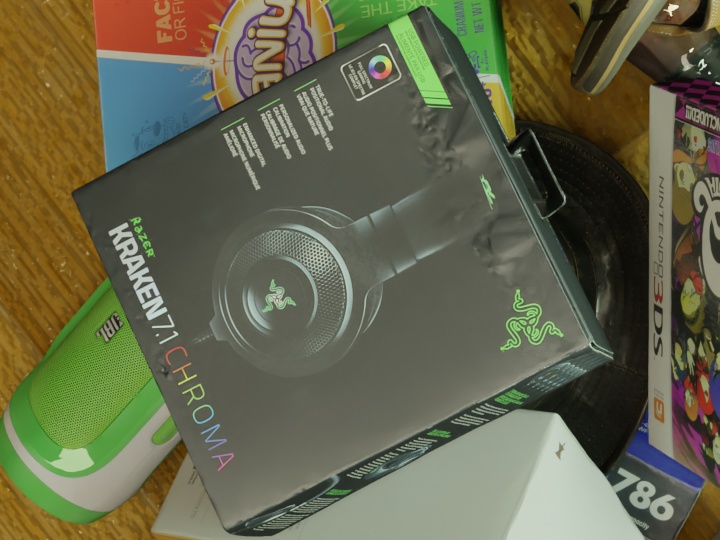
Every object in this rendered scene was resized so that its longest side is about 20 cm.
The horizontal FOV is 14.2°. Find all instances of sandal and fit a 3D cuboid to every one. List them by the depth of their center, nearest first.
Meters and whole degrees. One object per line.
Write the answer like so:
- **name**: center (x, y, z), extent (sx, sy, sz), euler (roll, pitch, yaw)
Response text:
- **sandal**: center (0.167, -0.150, 1.305), extent (0.055, 0.082, 0.200), euler (39, 107, -9)

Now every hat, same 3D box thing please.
- **hat**: center (0.057, 0.027, 1.419), extent (0.199, 0.081, 0.202), euler (4, 98, 30)

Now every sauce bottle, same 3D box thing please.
- **sauce bottle**: center (0.124, -0.147, 1.386), extent (0.066, 0.066, 0.201), euler (-34, 93, 20)

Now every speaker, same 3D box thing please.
- **speaker**: center (-0.102, 0.038, 1.485), extent (0.088, 0.088, 0.200), euler (42, 111, 0)

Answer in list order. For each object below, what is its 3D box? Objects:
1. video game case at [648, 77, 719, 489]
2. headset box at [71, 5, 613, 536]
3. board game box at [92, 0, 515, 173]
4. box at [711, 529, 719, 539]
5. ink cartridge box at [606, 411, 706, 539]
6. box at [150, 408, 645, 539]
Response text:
- **video game case**: center (0.187, 0.020, 1.297), extent (0.036, 0.200, 0.183), euler (-7, 107, -20)
- **headset box**: center (0.000, 0.000, 1.313), extent (0.199, 0.093, 0.175), euler (-26, 80, 8)
- **board game box**: center (-0.028, -0.099, 1.407), extent (0.199, 0.040, 0.154), euler (-9, 75, 11)
- **box**: center (0.174, 0.230, 1.428), extent (0.112, 0.101, 0.200), euler (40, 89, 1)
- **ink cartridge box**: center (0.109, 0.131, 1.484), extent (0.099, 0.039, 0.201), euler (28, 109, 6)
- **box**: center (0.020, 0.132, 1.404), extent (0.199, 0.098, 0.125), euler (5, 147, 36)
